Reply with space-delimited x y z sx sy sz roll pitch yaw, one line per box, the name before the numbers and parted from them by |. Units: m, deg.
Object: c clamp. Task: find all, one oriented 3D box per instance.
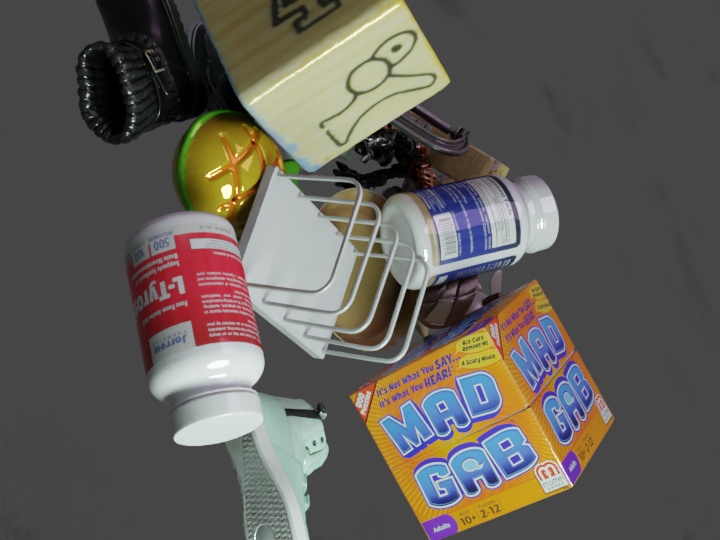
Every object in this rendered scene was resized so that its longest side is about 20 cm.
c clamp | 0.072 -0.211 1.452 0.200 0.027 0.170 38 25 21

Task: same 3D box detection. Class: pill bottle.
pill bottle | 0.133 -0.052 1.325 0.198 0.116 0.117 -13 72 -23
pill bottle | -0.153 0.056 1.031 0.112 0.112 0.202 15 53 -51

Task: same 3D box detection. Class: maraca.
maraca | -0.129 -0.095 1.199 0.200 0.106 0.138 30 75 -50

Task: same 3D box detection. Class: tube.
tube | 0.034 0.002 1.429 0.058 0.052 0.200 -49 116 -19

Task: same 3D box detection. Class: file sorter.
file sorter | -0.025 0.002 1.170 0.200 0.124 0.140 45 58 -53

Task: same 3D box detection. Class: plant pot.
plant pot | 0.000 0.000 1.343 0.199 0.027 0.202 10 76 -44

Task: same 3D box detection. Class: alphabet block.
alphabet block | -0.045 -0.265 1.222 0.197 0.199 0.195 63 9 25

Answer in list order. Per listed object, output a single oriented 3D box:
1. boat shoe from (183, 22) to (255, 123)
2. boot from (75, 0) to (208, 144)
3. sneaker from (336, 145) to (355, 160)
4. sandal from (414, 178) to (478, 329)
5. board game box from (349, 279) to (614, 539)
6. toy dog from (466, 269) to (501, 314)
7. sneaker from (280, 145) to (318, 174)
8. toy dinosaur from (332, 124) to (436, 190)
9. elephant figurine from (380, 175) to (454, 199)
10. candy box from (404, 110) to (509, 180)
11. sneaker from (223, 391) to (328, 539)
boat shoe | -0.158 -0.214 1.292 0.072 0.071 0.202 12 55 -52
boot | -0.254 -0.242 1.161 0.212 0.079 0.158 61 30 0
sneaker | -0.056 -0.234 1.353 0.200 0.116 0.076 44 12 24
sandal | 0.108 -0.019 1.401 0.080 0.054 0.202 10 70 -13
board game box | 0.150 0.164 1.310 0.201 0.199 0.200 60 30 -1
toy dog | 0.189 0.050 1.569 0.132 0.096 0.200 57 30 -6
sneaker | -0.047 -0.205 1.439 0.075 0.084 0.201 45 34 -25
toy dinosaur | 0.043 -0.156 1.423 0.135 0.200 0.103 -7 109 -23
elephant figurine | 0.110 -0.071 1.537 0.200 0.140 0.157 0 93 -73
candy box | 0.104 -0.175 1.550 0.199 0.056 0.115 31 7 18
sneaker | -0.060 0.210 1.074 0.118 0.074 0.202 7 56 -47
